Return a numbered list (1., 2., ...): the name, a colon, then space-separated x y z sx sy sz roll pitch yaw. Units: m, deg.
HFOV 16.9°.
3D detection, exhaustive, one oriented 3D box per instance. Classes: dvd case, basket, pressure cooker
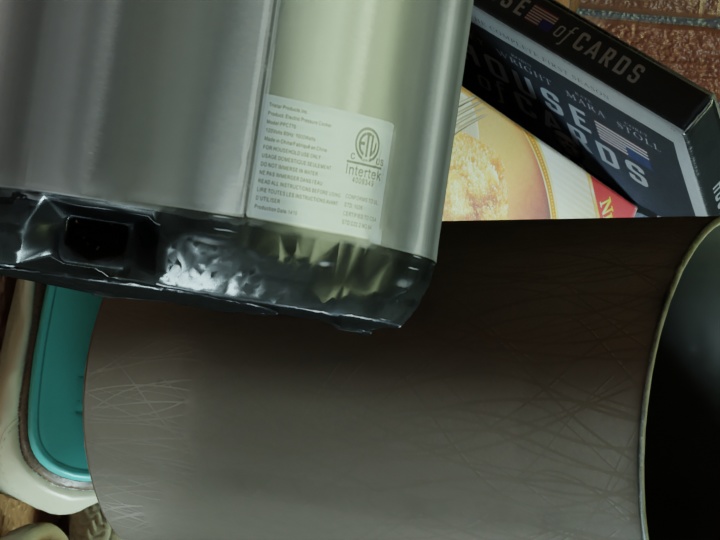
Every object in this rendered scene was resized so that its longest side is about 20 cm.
1. dvd case: 0.099 -0.052 1.021 0.025 0.150 0.200 -50 151 -10
2. basket: 0.025 0.045 0.780 0.180 0.200 0.136 7 86 -65
3. pressure cooker: -0.049 -0.090 0.674 0.176 0.178 0.200 14 83 -78

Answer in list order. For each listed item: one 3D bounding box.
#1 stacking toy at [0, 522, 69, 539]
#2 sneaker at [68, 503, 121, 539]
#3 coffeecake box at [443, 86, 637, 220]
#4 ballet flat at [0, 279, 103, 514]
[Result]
1. stacking toy: -0.042 0.170 0.832 0.146 0.200 0.146 6 90 -81
2. sneaker: -0.056 0.160 0.967 0.075 0.115 0.200 -99 -172 -62
3. coffeecake box: 0.000 0.000 0.952 0.200 0.073 0.154 30 77 -40
4. ballet flat: -0.093 -0.009 0.853 0.069 0.069 0.200 74 27 -67
